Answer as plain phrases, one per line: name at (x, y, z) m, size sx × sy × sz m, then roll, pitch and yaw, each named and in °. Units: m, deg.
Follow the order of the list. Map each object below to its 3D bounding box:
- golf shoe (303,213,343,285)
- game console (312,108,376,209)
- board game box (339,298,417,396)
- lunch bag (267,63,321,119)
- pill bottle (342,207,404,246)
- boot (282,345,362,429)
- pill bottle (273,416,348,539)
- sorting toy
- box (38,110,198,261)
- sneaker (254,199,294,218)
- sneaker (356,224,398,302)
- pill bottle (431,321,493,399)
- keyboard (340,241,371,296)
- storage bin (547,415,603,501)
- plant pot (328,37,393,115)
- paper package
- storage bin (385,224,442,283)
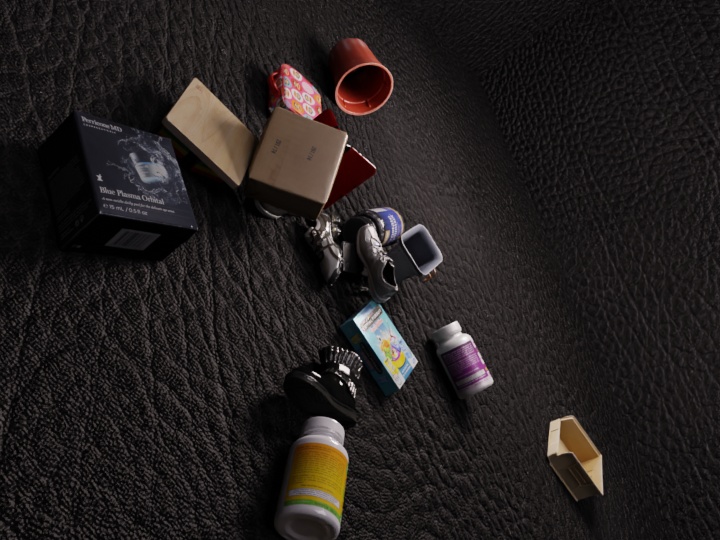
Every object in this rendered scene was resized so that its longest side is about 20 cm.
golf shoe at (-0.097, -0.054, 1.571) m, size 0.094 × 0.078 × 0.201 m, roll 11°, pitch 51°, yaw -26°
game console at (-0.090, -0.281, 1.649) m, size 0.118 × 0.200 × 0.173 m, roll 2°, pitch 60°, yaw -58°
board game box at (0.049, 0.182, 1.578) m, size 0.200 × 0.047 × 0.151 m, roll 56°, pitch 28°, yaw -4°
lunch bag at (-0.192, -0.480, 1.805) m, size 0.176 × 0.082 × 0.201 m, roll 33°, pitch 38°, yaw -38°
pill bottle at (0.034, -0.113, 1.776) m, size 0.112 × 0.112 × 0.200 m, roll 61°, pitch 29°, yaw 5°
boot at (-0.074, 0.212, 1.317) m, size 0.211 × 0.079 × 0.158 m, roll 48°, pitch 35°, yaw -40°
pill bottle at (-0.079, 0.363, 1.132) m, size 0.111 × 0.111 × 0.200 m, roll 43°, pitch 32°, yaw -25°
sorting toy at (-0.335, -0.287, 1.404) m, size 0.199 × 0.069 × 0.200 m, roll 44°, pitch 31°, yaw -26°
box at (-0.408, -0.137, 1.094) m, size 0.196 × 0.117 × 0.201 m, roll 8°, pitch 55°, yaw -55°
sneaker at (-0.164, -0.176, 1.537) m, size 0.200 × 0.099 × 0.071 m, roll -8°, pitch 71°, yaw -58°
sneaker at (0.052, -0.025, 1.620) m, size 0.074 × 0.082 × 0.201 m, roll -8°, pitch 76°, yaw -44°
pill bottle at (0.282, 0.249, 1.814) m, size 0.112 × 0.112 × 0.201 m, roll -11°, pitch 72°, yaw -60°
keyboard at (0.000, 0.000, 1.661) m, size 0.200 × 0.021 × 0.128 m, roll 13°, pitch 73°, yaw -59°
storage bin at (0.716, 0.623, 2.157) m, size 0.199 × 0.094 × 0.200 m, roll 54°, pitch 29°, yaw -9°
plant pot at (-0.015, -0.665, 2.172) m, size 0.200 × 0.201 × 0.196 m, roll 26°, pitch 33°, yaw -45°
paper package at (-0.148, -0.243, 1.466) m, size 0.190 × 0.103 × 0.201 m, roll 19°, pitch 69°, yaw -10°
storage bin at (0.129, -0.023, 1.814) m, size 0.146 × 0.134 × 0.200 m, roll 58°, pitch 29°, yaw -1°
